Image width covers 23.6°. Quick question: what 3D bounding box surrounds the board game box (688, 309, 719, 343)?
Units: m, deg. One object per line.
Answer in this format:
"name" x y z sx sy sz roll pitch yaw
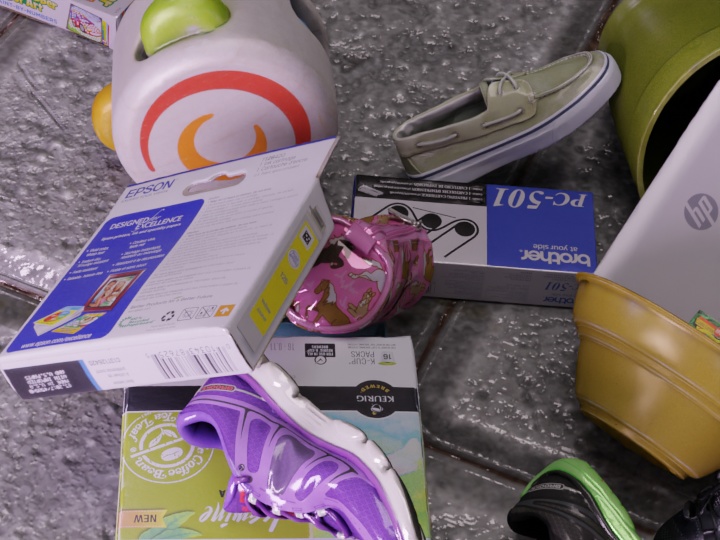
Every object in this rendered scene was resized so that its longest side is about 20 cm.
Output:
"board game box" 0.323 0.103 1.241 0.199 0.105 0.024 36 82 20

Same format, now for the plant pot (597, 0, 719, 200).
"plant pot" 0.291 -0.151 1.447 0.198 0.202 0.194 -7 35 -12

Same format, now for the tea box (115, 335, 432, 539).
"tea box" -0.059 0.157 1.143 0.197 0.135 0.198 0 46 -5

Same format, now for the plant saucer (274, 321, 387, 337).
"plant saucer" -0.076 0.069 1.308 0.197 0.019 0.070 -2 46 -5

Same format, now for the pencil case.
"pencil case" 0.000 0.000 1.245 0.082 0.088 0.200 2 4 12

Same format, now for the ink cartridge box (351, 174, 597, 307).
"ink cartridge box" 0.090 -0.024 1.394 0.197 0.045 0.095 5 47 -1

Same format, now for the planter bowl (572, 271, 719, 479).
"planter bowl" 0.216 0.091 1.232 0.199 0.200 0.084 32 85 24

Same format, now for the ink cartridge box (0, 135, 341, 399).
"ink cartridge box" -0.118 0.000 1.153 0.196 0.047 0.201 -10 31 33

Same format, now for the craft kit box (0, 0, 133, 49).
"craft kit box" -0.264 -0.308 1.641 0.196 0.049 0.201 22 49 13

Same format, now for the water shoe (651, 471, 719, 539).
"water shoe" 0.275 0.137 1.165 0.199 0.079 0.072 -28 18 20

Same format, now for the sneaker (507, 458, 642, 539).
"sneaker" 0.169 0.219 1.158 0.083 0.077 0.200 -32 51 -9

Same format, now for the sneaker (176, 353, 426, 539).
"sneaker" -0.036 0.131 1.040 0.083 0.081 0.199 -40 51 -20

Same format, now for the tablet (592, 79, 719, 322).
"tablet" 0.277 -0.033 1.327 0.129 0.014 0.201 34 87 -10

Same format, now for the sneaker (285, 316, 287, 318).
"sneaker" -0.123 0.015 1.284 0.198 0.071 0.093 -7 16 -27

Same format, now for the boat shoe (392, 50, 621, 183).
"boat shoe" 0.119 -0.130 1.423 0.199 0.062 0.072 -30 31 11

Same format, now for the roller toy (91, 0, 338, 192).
"roller toy" -0.113 -0.149 1.403 0.180 0.201 0.141 14 41 -21
